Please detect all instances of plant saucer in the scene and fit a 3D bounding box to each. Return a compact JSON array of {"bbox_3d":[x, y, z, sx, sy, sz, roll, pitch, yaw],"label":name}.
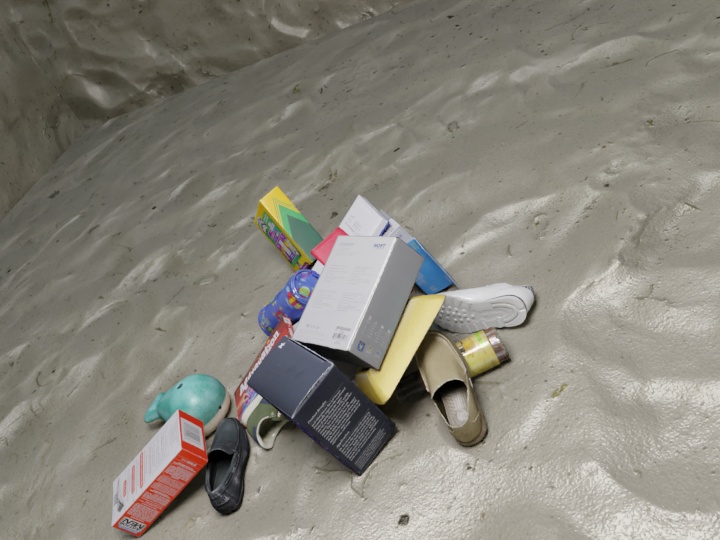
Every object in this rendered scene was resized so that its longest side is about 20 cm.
[{"bbox_3d":[0.055,0.126,1.235,0.200,0.048,0.200,-59,2,-13],"label":"plant saucer"}]

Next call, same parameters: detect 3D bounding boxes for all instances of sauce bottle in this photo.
[{"bbox_3d":[0.149,0.163,1.235,0.199,0.065,0.065,-27,33,4],"label":"sauce bottle"}]

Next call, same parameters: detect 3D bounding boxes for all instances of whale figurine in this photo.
[{"bbox_3d":[-0.357,0.263,1.461,0.199,0.104,0.159,-5,41,34],"label":"whale figurine"}]

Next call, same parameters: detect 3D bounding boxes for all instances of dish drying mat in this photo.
[{"bbox_3d":[0.000,0.000,1.314,0.077,0.018,0.200,-42,58,-13],"label":"dish drying mat"}]

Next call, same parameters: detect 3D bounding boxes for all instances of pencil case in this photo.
[{"bbox_3d":[-0.135,0.065,1.461,0.200,0.078,0.087,-42,13,51],"label":"pencil case"}]

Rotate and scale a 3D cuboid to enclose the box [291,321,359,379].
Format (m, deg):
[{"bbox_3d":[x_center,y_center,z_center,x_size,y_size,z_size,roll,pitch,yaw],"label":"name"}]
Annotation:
[{"bbox_3d":[-0.016,0.113,1.402,0.200,0.098,0.124,-35,33,-8],"label":"box"}]

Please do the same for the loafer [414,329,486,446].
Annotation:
[{"bbox_3d":[0.140,0.175,1.157,0.076,0.067,0.200,-29,60,6],"label":"loafer"}]

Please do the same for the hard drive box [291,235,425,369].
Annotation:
[{"bbox_3d":[-0.005,0.046,1.199,0.156,0.077,0.201,5,66,51],"label":"hard drive box"}]

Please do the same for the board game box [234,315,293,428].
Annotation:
[{"bbox_3d":[-0.183,0.193,1.405,0.200,0.019,0.103,-57,27,17],"label":"board game box"}]

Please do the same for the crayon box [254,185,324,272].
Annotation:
[{"bbox_3d":[-0.157,-0.082,1.632,0.058,0.173,0.200,-40,0,-15],"label":"crayon box"}]

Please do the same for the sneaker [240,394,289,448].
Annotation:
[{"bbox_3d":[-0.142,0.232,1.320,0.201,0.067,0.090,-59,42,17],"label":"sneaker"}]

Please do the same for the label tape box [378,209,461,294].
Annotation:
[{"bbox_3d":[0.100,-0.022,1.443,0.066,0.143,0.200,-44,33,4],"label":"label tape box"}]

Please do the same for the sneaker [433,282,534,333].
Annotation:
[{"bbox_3d":[0.215,0.061,1.329,0.199,0.077,0.081,-1,31,31],"label":"sneaker"}]

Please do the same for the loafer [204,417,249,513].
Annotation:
[{"bbox_3d":[-0.239,0.333,1.303,0.068,0.071,0.201,-22,35,9],"label":"loafer"}]

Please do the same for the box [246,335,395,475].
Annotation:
[{"bbox_3d":[-0.062,0.217,1.191,0.104,0.200,0.148,-51,37,-13],"label":"box"}]

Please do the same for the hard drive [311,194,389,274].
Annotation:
[{"bbox_3d":[-0.027,-0.042,1.476,0.200,0.025,0.132,-57,32,12],"label":"hard drive"}]

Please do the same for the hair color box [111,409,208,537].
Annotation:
[{"bbox_3d":[-0.360,0.361,1.312,0.200,0.064,0.111,-47,31,11],"label":"hair color box"}]
